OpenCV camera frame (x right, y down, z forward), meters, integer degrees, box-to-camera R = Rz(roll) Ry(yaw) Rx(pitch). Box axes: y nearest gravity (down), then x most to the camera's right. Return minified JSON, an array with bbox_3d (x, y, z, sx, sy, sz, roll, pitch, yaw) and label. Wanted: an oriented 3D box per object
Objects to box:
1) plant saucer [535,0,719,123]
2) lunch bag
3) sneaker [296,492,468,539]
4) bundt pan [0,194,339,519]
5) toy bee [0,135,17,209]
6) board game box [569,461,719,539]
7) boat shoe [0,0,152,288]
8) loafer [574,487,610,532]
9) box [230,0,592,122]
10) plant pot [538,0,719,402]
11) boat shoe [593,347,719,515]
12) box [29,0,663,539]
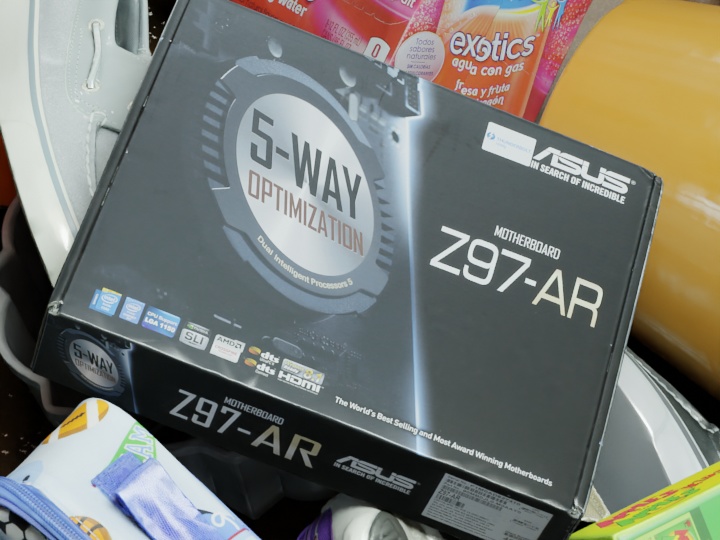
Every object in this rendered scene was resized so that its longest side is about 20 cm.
[{"bbox_3d":[0.076,-0.140,1.172,0.198,0.032,0.201,6,54,-8],"label":"plant saucer"},{"bbox_3d":[-0.062,0.144,0.859,0.200,0.161,0.075,40,56,14],"label":"lunch bag"},{"bbox_3d":[0.037,0.172,0.903,0.080,0.083,0.201,-20,86,-35],"label":"sneaker"},{"bbox_3d":[-0.045,0.017,0.984,0.200,0.076,0.203,-5,47,5],"label":"bundt pan"},{"bbox_3d":[-0.206,-0.060,0.972,0.108,0.200,0.132,8,68,17],"label":"toy bee"},{"bbox_3d":[0.161,0.171,0.906,0.101,0.048,0.201,-23,91,-22],"label":"board game box"},{"bbox_3d":[-0.102,-0.064,0.967,0.071,0.070,0.202,-15,45,2],"label":"boat shoe"},{"bbox_3d":[0.068,0.108,0.972,0.075,0.068,0.201,-9,58,-19],"label":"loafer"},{"bbox_3d":[0.001,-0.141,1.049,0.095,0.100,0.200,18,11,-45],"label":"box"},{"bbox_3d":[0.174,-0.026,1.029,0.182,0.201,0.200,25,52,24],"label":"plant pot"},{"bbox_3d":[0.146,0.105,0.999,0.056,0.069,0.201,-22,68,-33],"label":"boat shoe"},{"bbox_3d":[0.000,0.000,0.893,0.199,0.044,0.161,22,53,-3],"label":"box"}]
